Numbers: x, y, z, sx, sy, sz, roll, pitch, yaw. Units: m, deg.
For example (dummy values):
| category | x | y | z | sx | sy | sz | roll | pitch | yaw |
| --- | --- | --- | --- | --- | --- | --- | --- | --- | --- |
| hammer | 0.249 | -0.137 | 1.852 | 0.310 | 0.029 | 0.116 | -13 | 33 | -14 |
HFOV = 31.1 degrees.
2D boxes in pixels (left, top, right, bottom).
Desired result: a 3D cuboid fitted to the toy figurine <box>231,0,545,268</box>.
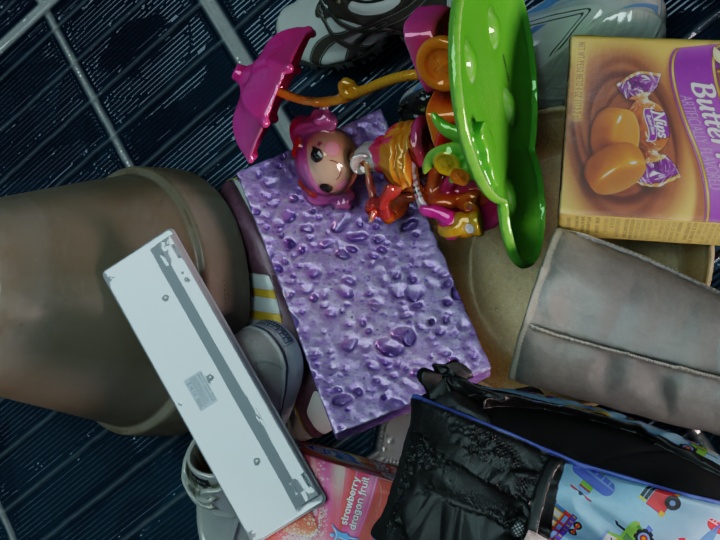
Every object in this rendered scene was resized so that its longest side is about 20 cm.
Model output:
| category | x | y | z | sx | sy | sz | roll | pitch | yaw |
| --- | --- | --- | --- | --- | --- | --- | --- | --- | --- |
| toy figurine | 0.010 | -0.090 | 0.823 | 0.183 | 0.150 | 0.201 | -2 | 121 | 25 |

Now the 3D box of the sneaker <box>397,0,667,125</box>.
| category | x | y | z | sx | sy | sz | roll | pitch | yaw |
| --- | --- | --- | --- | --- | --- | --- | --- | --- | --- |
| sneaker | 0.115 | -0.142 | 0.883 | 0.199 | 0.072 | 0.073 | -22 | 39 | 27 |

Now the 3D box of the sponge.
| category | x | y | z | sx | sy | sz | roll | pitch | yaw |
| --- | --- | --- | --- | --- | --- | --- | --- | --- | --- |
| sponge | 0.000 | 0.000 | 0.866 | 0.111 | 0.030 | 0.201 | -22 | 71 | -1 |

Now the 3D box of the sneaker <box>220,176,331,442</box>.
| category | x | y | z | sx | sy | sz | roll | pitch | yaw |
| --- | --- | --- | --- | --- | --- | --- | --- | --- | --- |
| sneaker | -0.068 | 0.027 | 0.928 | 0.090 | 0.075 | 0.201 | -36 | 66 | 12 |

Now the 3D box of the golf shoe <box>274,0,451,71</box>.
| category | x | y | z | sx | sy | sz | roll | pitch | yaw |
| --- | --- | --- | --- | --- | --- | --- | --- | --- | --- |
| golf shoe | 0.001 | -0.195 | 0.905 | 0.199 | 0.094 | 0.078 | 2 | 61 | 43 |

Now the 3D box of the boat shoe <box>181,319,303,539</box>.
| category | x | y | z | sx | sy | sz | roll | pitch | yaw |
| --- | --- | --- | --- | --- | --- | --- | --- | --- | --- |
| boat shoe | -0.092 | 0.130 | 0.883 | 0.071 | 0.070 | 0.201 | 34 | 124 | 29 |

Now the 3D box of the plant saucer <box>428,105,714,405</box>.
| category | x | y | z | sx | sy | sz | roll | pitch | yaw |
| --- | --- | --- | --- | --- | --- | --- | --- | --- | --- |
| plant saucer | 0.136 | -0.007 | 0.857 | 0.199 | 0.035 | 0.202 | -5 | 78 | 25 |

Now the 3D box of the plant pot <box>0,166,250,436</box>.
| category | x | y | z | sx | sy | sz | roll | pitch | yaw |
| --- | --- | --- | --- | --- | --- | --- | --- | --- | --- |
| plant pot | -0.204 | 0.020 | 0.907 | 0.199 | 0.173 | 0.202 | -3 | 86 | 45 |

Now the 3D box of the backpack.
| category | x | y | z | sx | sy | sz | roll | pitch | yaw |
| --- | --- | --- | --- | --- | --- | --- | --- | --- | --- |
| backpack | 0.125 | 0.140 | 0.672 | 0.199 | 0.182 | 0.135 | 15 | 86 | 26 |

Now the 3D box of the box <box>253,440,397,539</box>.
| category | x | y | z | sx | sy | sz | roll | pitch | yaw |
| --- | --- | --- | --- | --- | --- | --- | --- | --- | --- |
| box | -0.027 | 0.221 | 0.847 | 0.099 | 0.095 | 0.201 | 15 | 87 | 7 |

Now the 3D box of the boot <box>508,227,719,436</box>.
| category | x | y | z | sx | sy | sz | roll | pitch | yaw |
| --- | --- | --- | --- | --- | --- | --- | --- | --- | --- |
| boot | 0.185 | 0.084 | 0.767 | 0.199 | 0.073 | 0.183 | 14 | 83 | 6 |

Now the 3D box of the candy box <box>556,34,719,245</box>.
| category | x | y | z | sx | sy | sz | roll | pitch | yaw |
| --- | --- | --- | --- | --- | --- | --- | --- | --- | --- |
| candy box | 0.222 | -0.077 | 0.785 | 0.198 | 0.056 | 0.118 | 4 | 76 | 9 |

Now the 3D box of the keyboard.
| category | x | y | z | sx | sy | sz | roll | pitch | yaw |
| --- | --- | --- | --- | --- | --- | --- | --- | --- | --- |
| keyboard | -0.094 | 0.072 | 0.818 | 0.056 | 0.011 | 0.201 | -33 | 80 | 13 |
